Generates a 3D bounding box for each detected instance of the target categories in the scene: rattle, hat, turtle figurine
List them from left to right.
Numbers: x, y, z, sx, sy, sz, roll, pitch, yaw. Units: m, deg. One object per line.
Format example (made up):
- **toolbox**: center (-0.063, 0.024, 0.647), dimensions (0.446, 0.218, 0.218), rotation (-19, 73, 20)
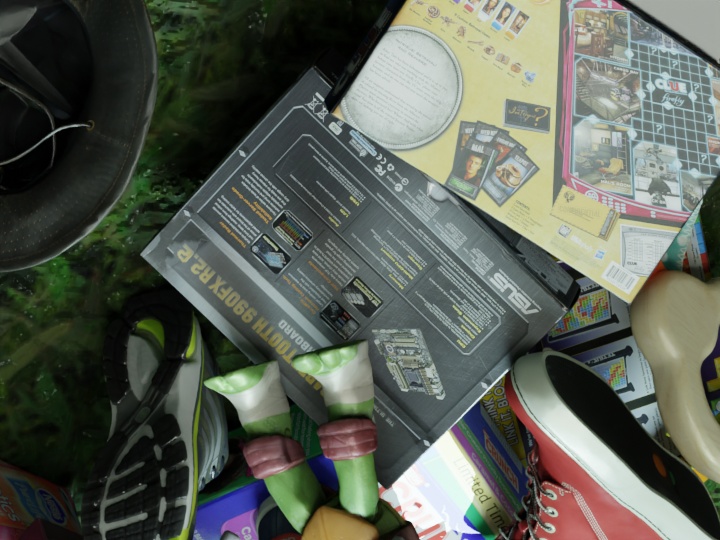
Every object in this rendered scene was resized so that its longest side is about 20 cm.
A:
- **hat**: center (-0.180, -0.098, 1.584), dimensions (0.201, 0.201, 0.081), rotation (-46, 162, 14)
- **turtle figurine**: center (-0.035, 0.146, 1.576), dimensions (0.199, 0.144, 0.195), rotation (-14, 89, -22)
- **rattle**: center (0.179, 0.045, 1.753), dimensions (0.200, 0.143, 0.130), rotation (47, 69, -19)

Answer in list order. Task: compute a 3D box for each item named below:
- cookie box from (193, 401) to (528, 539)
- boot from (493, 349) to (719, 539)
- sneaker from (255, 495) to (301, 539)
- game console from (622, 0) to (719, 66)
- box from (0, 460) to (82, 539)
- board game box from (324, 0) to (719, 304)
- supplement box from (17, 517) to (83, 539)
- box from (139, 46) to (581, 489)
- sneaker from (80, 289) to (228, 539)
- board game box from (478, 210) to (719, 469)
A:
- **cookie box**: center (0.000, 0.158, 1.776), dimensions (0.199, 0.075, 0.172), rotation (-24, 121, 17)
- **boot**: center (0.102, 0.132, 1.658), dimensions (0.144, 0.073, 0.200), rotation (-28, 135, 18)
- **sneaker**: center (0.005, 0.218, 1.720), dimensions (0.075, 0.085, 0.200), rotation (-33, 119, 23)
- **game console**: center (0.146, -0.162, 1.572), dimensions (0.199, 0.031, 0.178), rotation (-29, 107, 2)
- **box**: center (-0.259, 0.216, 1.758), dimensions (0.102, 0.095, 0.200), rotation (26, 111, -30)
- **board game box**: center (0.100, -0.091, 1.554), dimensions (0.199, 0.035, 0.136), rotation (32, 100, -14)
- **supplement box**: center (-0.122, 0.238, 1.692), dimensions (0.199, 0.111, 0.086), rotation (27, 110, -31)
- **box**: center (0.000, 0.000, 1.635), dimensions (0.200, 0.048, 0.158), rotation (43, 113, -2)
- **sneaker**: center (-0.109, 0.112, 1.688), dimensions (0.073, 0.201, 0.081), rotation (-12, 143, 25)
- **board game box**: center (0.143, 0.054, 1.799), dimensions (0.164, 0.057, 0.201), rotation (-17, 125, -3)
